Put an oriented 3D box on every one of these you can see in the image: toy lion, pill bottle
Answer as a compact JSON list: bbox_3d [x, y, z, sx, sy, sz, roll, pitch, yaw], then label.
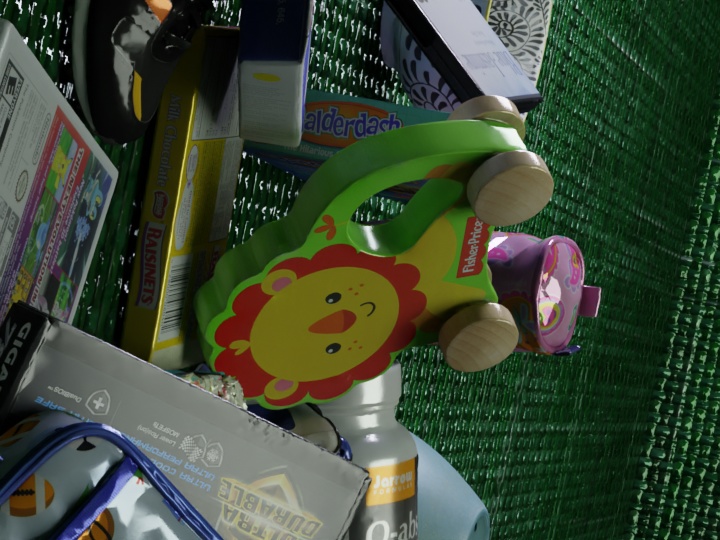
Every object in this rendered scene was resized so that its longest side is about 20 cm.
[{"bbox_3d":[0.000,0.000,1.425,0.200,0.191,0.069,100,-25,-46],"label":"toy lion"},{"bbox_3d":[-0.019,0.160,1.660,0.116,0.116,0.201,-22,113,-72],"label":"pill bottle"}]

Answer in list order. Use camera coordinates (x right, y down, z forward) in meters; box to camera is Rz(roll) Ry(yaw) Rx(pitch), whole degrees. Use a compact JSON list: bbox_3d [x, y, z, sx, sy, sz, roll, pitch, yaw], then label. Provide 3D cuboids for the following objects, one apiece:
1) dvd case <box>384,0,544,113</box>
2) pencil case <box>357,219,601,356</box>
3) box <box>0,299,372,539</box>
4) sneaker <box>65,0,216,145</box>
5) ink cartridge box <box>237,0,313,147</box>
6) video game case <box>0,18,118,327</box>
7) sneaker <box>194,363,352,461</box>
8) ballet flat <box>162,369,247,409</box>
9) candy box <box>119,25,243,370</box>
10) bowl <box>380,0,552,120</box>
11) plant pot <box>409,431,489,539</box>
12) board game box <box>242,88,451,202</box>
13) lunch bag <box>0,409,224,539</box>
[{"bbox_3d":[0.036,-0.179,1.552,0.018,0.200,0.143,-37,174,17],"label":"dvd case"},{"bbox_3d":[0.059,0.011,1.692,0.087,0.200,0.088,-10,102,-59],"label":"pencil case"},{"bbox_3d":[-0.119,0.144,1.165,0.200,0.050,0.199,29,83,-31],"label":"box"},{"bbox_3d":[-0.088,-0.158,1.250,0.070,0.090,0.201,2,99,-74],"label":"sneaker"},{"bbox_3d":[-0.041,-0.188,1.334,0.200,0.047,0.198,95,0,-76],"label":"ink cartridge box"},{"bbox_3d":[-0.177,0.007,1.183,0.182,0.023,0.201,62,41,-67],"label":"video game case"},{"bbox_3d":[-0.069,0.122,1.473,0.199,0.115,0.081,-54,151,-56],"label":"sneaker"},{"bbox_3d":[-0.108,0.086,1.343,0.200,0.075,0.064,8,66,-68],"label":"ballet flat"},{"bbox_3d":[-0.098,-0.041,1.419,0.102,0.026,0.201,-19,120,-76],"label":"candy box"},{"bbox_3d":[0.072,-0.183,1.793,0.201,0.094,0.201,12,90,-74],"label":"bowl"},{"bbox_3d":[0.018,0.203,1.808,0.200,0.134,0.201,11,90,-75],"label":"plant pot"},{"bbox_3d":[0.015,-0.074,1.565,0.200,0.152,0.045,20,82,-75],"label":"board game box"},{"bbox_3d":[-0.151,0.167,1.081,0.200,0.076,0.160,-46,115,-16],"label":"lunch bag"}]
